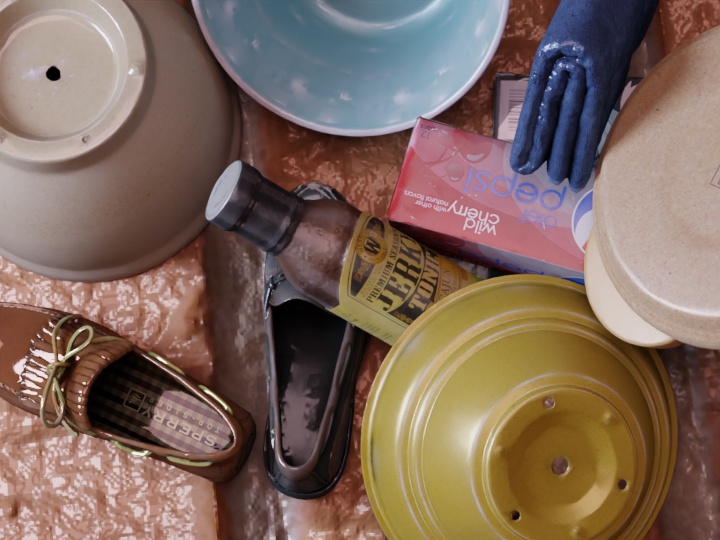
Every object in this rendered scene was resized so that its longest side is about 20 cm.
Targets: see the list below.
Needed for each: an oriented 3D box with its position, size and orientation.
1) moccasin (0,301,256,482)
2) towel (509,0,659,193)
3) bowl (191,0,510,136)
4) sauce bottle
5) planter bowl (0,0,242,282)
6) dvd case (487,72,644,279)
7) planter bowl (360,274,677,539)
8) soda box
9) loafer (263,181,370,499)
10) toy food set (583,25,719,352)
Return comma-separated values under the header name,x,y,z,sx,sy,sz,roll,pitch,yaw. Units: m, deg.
name,x,y,z,sx,sy,sz,roll,pitch,yaw
moccasin,-0.161,0.073,1.154,0.200,0.078,0.074,29,80,10
towel,0.146,-0.146,1.127,0.048,0.112,0.201,19,45,10
bowl,0.002,-0.196,1.171,0.199,0.105,0.202,5,116,11
sauce bottle,0.000,0.000,1.127,0.199,0.065,0.065,28,78,-20
planter bowl,-0.180,-0.105,1.170,0.198,0.135,0.202,-1,77,3
dvd case,0.181,-0.052,1.193,0.198,0.022,0.147,2,76,3
planter bowl,0.105,0.106,1.090,0.199,0.083,0.202,-1,95,-12
soda box,0.120,-0.029,1.148,0.198,0.063,0.071,16,80,9
loafer,-0.028,0.038,1.162,0.071,0.063,0.202,1,77,3
toy food set,0.218,-0.045,1.042,0.197,0.049,0.202,9,79,39
